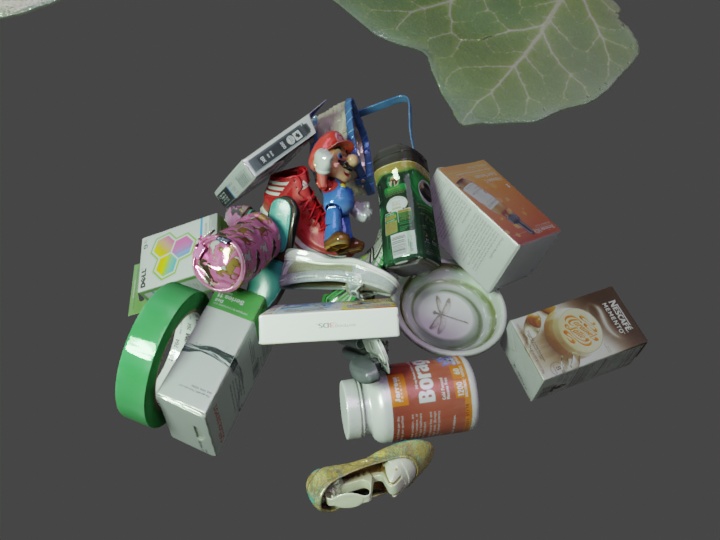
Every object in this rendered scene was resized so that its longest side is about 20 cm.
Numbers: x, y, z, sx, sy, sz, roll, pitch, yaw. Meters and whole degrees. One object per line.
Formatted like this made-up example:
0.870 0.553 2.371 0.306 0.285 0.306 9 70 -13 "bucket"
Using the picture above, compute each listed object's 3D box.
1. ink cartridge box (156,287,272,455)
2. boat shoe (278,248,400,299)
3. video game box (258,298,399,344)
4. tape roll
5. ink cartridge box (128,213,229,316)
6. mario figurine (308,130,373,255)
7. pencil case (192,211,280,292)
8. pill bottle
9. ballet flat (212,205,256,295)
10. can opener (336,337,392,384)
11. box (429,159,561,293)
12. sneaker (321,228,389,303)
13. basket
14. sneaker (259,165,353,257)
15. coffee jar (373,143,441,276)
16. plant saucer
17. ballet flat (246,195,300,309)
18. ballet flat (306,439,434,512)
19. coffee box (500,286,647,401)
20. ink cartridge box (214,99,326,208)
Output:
-0.210 0.146 1.092 0.081 0.148 0.203 18 55 10 "ink cartridge box"
-0.034 0.015 1.173 0.196 0.075 0.067 13 78 13 "boat shoe"
-0.044 0.073 1.092 0.193 0.182 0.048 -4 94 -1 "video game box"
-0.280 0.121 1.069 0.047 0.203 0.204 18 56 8 "tape roll"
-0.303 -0.008 1.196 0.195 0.060 0.106 -16 56 14 "ink cartridge box"
-0.026 -0.136 1.226 0.103 0.124 0.206 -7 79 -10 "mario figurine"
-0.183 -0.031 1.121 0.080 0.089 0.200 -4 12 12 "pencil case"
0.070 0.195 1.103 0.194 0.113 0.115 -7 56 -9 "pill bottle"
-0.230 -0.025 1.259 0.069 0.070 0.204 0 56 17 "ballet flat"
-0.002 0.121 1.106 0.065 0.200 0.054 -22 98 -13 "can opener"
0.217 -0.081 1.276 0.150 0.108 0.200 -17 55 -46 "box"
0.000 0.000 1.250 0.083 0.079 0.202 25 58 13 "sneaker"
0.005 -0.232 1.360 0.195 0.140 0.180 -13 54 17 "basket"
-0.088 -0.104 1.282 0.196 0.118 0.079 25 40 13 "sneaker"
0.075 -0.099 1.213 0.083 0.104 0.206 -14 72 26 "coffee jar"
0.143 0.070 1.224 0.194 0.051 0.204 4 49 -4 "plant saucer"
-0.137 -0.022 1.244 0.066 0.068 0.206 17 93 14 "ballet flat"
0.020 0.298 1.053 0.194 0.071 0.072 -13 57 -9 "ballet flat"
0.343 0.116 1.200 0.195 0.081 0.116 -17 59 -16 "coffee box"
-0.152 -0.202 1.309 0.199 0.197 0.044 -42 98 -25 "ink cartridge box"
